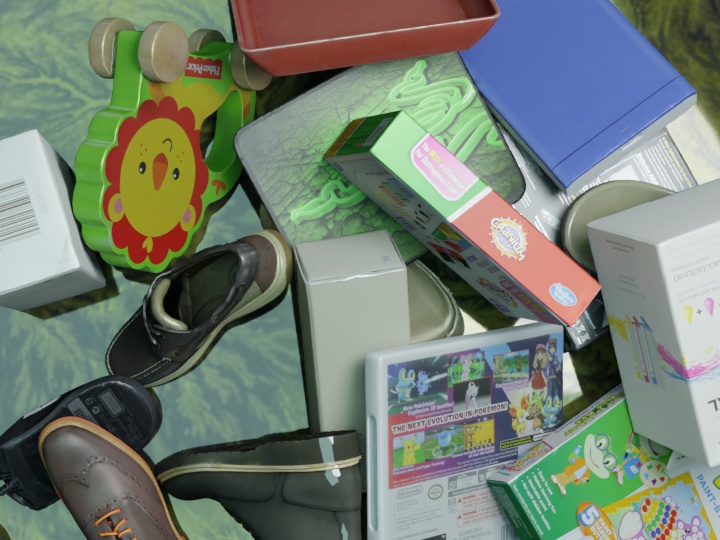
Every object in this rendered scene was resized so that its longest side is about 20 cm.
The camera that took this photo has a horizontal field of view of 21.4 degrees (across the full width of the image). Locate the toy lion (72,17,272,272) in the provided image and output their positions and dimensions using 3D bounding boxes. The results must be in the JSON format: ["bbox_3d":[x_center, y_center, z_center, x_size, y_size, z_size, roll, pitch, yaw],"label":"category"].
[{"bbox_3d":[-0.150,-0.096,1.485,0.068,0.200,0.193,8,97,29],"label":"toy lion"}]

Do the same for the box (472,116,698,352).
[{"bbox_3d":[0.191,-0.058,1.563,0.157,0.050,0.201,-30,89,-5],"label":"box"}]

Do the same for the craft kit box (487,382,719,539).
[{"bbox_3d":[0.230,0.197,1.515,0.197,0.048,0.201,-34,99,-22],"label":"craft kit box"}]

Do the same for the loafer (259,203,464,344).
[{"bbox_3d":[0.000,0.000,1.540,0.200,0.068,0.076,38,85,0],"label":"loafer"}]

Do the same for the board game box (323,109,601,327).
[{"bbox_3d":[0.073,-0.038,1.439,0.200,0.153,0.040,41,82,-12],"label":"board game box"}]

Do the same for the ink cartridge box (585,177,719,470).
[{"bbox_3d":[0.271,0.047,1.434,0.128,0.125,0.201,-19,103,-15],"label":"ink cartridge box"}]

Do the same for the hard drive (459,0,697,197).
[{"bbox_3d":[0.157,-0.170,1.538,0.132,0.025,0.200,-36,65,-7],"label":"hard drive"}]

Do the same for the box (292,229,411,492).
[{"bbox_3d":[-0.003,0.074,1.487,0.082,0.068,0.201,-8,119,-9],"label":"box"}]

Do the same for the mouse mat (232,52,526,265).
[{"bbox_3d":[0.017,-0.084,1.507,0.199,0.008,0.161,-30,97,-12],"label":"mouse mat"}]

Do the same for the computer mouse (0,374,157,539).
[{"bbox_3d":[-0.270,0.127,1.521,0.200,0.046,0.141,-38,108,4],"label":"computer mouse"}]

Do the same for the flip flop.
[{"bbox_3d":[0.258,-0.022,1.511,0.199,0.058,0.081,14,87,-5],"label":"flip flop"}]

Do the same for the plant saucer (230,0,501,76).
[{"bbox_3d":[-0.003,-0.209,1.509,0.199,0.200,0.037,-8,119,-4],"label":"plant saucer"}]

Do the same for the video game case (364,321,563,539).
[{"bbox_3d":[0.084,0.141,1.487,0.199,0.023,0.183,-8,101,-40],"label":"video game case"}]

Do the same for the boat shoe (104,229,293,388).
[{"bbox_3d":[-0.140,0.028,1.489,0.200,0.065,0.073,-39,64,29],"label":"boat shoe"}]

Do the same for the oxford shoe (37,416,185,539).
[{"bbox_3d":[-0.182,0.201,1.492,0.071,0.073,0.200,-36,104,4],"label":"oxford shoe"}]

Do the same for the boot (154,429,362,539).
[{"bbox_3d":[-0.077,0.202,1.473,0.077,0.199,0.139,-7,87,-45],"label":"boot"}]

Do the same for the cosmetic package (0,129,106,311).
[{"bbox_3d":[-0.256,-0.034,1.463,0.081,0.200,0.113,-18,85,-5],"label":"cosmetic package"}]
